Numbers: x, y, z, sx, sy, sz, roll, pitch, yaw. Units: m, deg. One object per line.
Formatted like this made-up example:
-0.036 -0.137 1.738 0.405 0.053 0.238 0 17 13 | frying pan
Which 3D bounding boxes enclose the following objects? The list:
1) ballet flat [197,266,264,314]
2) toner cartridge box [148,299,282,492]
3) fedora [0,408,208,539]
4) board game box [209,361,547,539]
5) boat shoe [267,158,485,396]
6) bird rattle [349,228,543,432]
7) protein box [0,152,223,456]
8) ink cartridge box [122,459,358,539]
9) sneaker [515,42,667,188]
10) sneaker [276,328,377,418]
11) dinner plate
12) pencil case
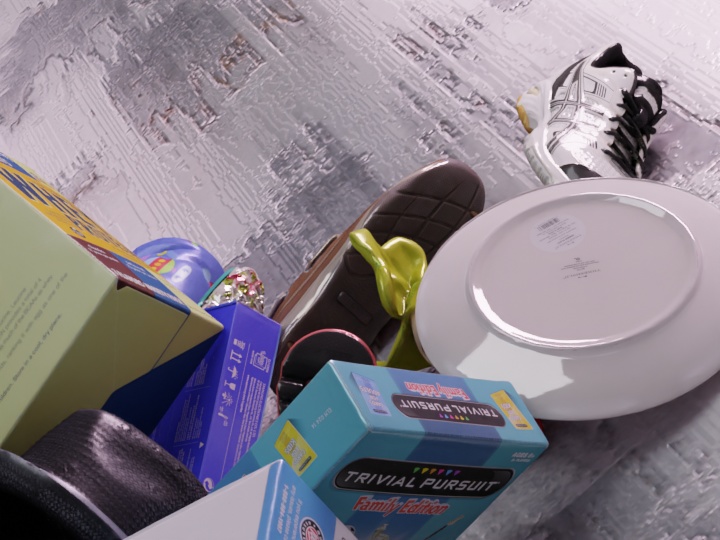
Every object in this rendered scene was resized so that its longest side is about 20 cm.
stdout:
-0.113 0.090 1.690 0.064 0.076 0.200 26 73 31 | ballet flat
-0.113 0.125 1.574 0.095 0.043 0.201 -15 55 46 | toner cartridge box
-0.145 0.151 1.436 0.200 0.201 0.092 -4 38 53 | fedora
-0.018 0.136 1.302 0.200 0.151 0.047 -48 57 26 | board game box
0.000 0.000 1.639 0.200 0.076 0.072 -45 23 -8 | boat shoe
0.079 0.026 1.459 0.163 0.113 0.200 -30 26 -10 | bird rattle
-0.237 0.047 1.565 0.200 0.135 0.199 37 94 30 | protein box
-0.041 0.229 1.191 0.146 0.200 0.147 -29 29 24 | ink cartridge box
0.153 -0.088 1.547 0.088 0.076 0.200 -37 26 14 | sneaker
-0.027 0.141 1.471 0.073 0.087 0.201 14 74 11 | sneaker
0.128 0.007 1.391 0.199 0.024 0.201 -8 40 6 | dinner plate
-0.168 0.041 1.747 0.200 0.087 0.078 -46 -18 -58 | pencil case
